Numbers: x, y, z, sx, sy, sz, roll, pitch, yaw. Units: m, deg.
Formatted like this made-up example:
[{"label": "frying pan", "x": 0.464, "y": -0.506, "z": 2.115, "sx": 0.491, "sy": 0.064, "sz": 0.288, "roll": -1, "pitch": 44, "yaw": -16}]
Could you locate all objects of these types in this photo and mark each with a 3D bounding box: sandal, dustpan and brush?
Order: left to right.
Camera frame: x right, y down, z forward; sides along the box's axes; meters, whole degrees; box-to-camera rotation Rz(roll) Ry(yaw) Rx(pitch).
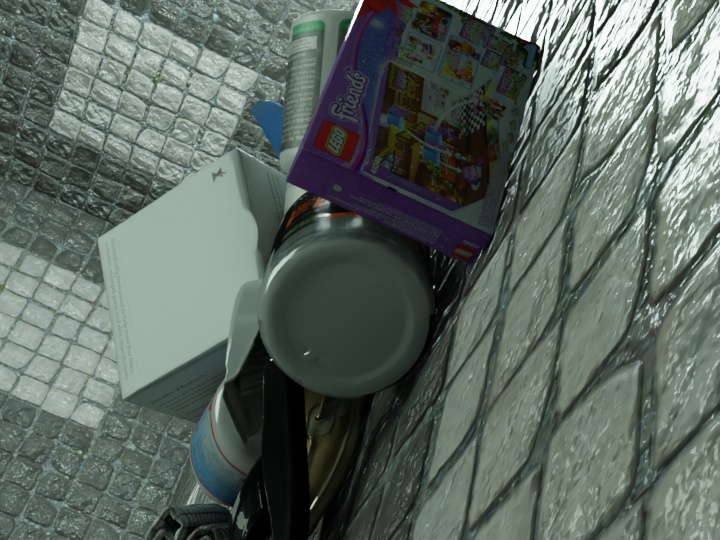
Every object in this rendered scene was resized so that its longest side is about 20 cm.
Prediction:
[{"label": "sandal", "x": -0.065, "y": 0.162, "z": 0.894, "sx": 0.075, "sy": 0.048, "sz": 0.201, "roll": 59, "pitch": -152, "yaw": -68}, {"label": "dustpan and brush", "x": -0.069, "y": 0.030, "z": 1.050, "sx": 0.140, "sy": 0.057, "sz": 0.200, "roll": 83, "pitch": -171, "yaw": -65}]

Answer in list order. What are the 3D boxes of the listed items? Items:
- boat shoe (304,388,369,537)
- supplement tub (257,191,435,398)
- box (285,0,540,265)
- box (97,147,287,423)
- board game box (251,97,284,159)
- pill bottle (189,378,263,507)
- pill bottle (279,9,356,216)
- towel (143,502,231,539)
[{"label": "boat shoe", "x": -0.037, "y": 0.117, "z": 0.997, "sx": 0.074, "sy": 0.069, "sz": 0.200, "roll": 121, "pitch": 171, "yaw": -46}, {"label": "supplement tub", "x": -0.008, "y": 0.003, "z": 0.938, "sx": 0.200, "sy": 0.122, "sz": 0.123, "roll": -88, "pitch": 23, "yaw": -72}, {"label": "box", "x": 0.042, "y": -0.112, "z": 0.883, "sx": 0.039, "sy": 0.137, "sz": 0.200, "roll": 122, "pitch": 170, "yaw": -49}, {"label": "box", "x": -0.142, "y": 0.021, "z": 1.292, "sx": 0.200, "sy": 0.131, "sz": 0.199, "roll": -29, "pitch": 57, "yaw": 24}, {"label": "board game box", "x": -0.043, "y": -0.136, "z": 1.517, "sx": 0.039, "sy": 0.200, "sz": 0.158, "roll": -47, "pitch": 44, "yaw": -17}, {"label": "pill bottle", "x": -0.100, "y": 0.160, "z": 1.181, "sx": 0.200, "sy": 0.109, "sz": 0.109, "roll": 127, "pitch": 165, "yaw": -63}, {"label": "pill bottle", "x": -0.021, "y": -0.146, "z": 1.256, "sx": 0.113, "sy": 0.113, "sz": 0.200, "roll": 147, "pitch": 129, "yaw": -78}, {"label": "towel", "x": -0.161, "y": 0.307, "z": 1.116, "sx": 0.200, "sy": 0.085, "sz": 0.166, "roll": -65, "pitch": -10, "yaw": -4}]
